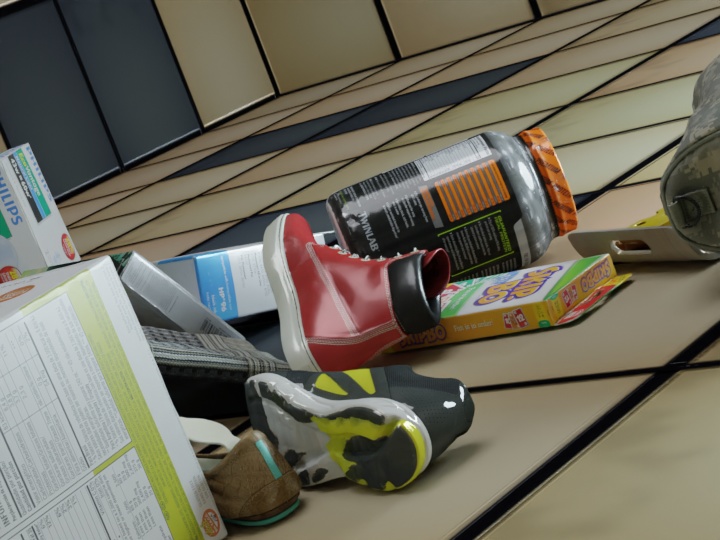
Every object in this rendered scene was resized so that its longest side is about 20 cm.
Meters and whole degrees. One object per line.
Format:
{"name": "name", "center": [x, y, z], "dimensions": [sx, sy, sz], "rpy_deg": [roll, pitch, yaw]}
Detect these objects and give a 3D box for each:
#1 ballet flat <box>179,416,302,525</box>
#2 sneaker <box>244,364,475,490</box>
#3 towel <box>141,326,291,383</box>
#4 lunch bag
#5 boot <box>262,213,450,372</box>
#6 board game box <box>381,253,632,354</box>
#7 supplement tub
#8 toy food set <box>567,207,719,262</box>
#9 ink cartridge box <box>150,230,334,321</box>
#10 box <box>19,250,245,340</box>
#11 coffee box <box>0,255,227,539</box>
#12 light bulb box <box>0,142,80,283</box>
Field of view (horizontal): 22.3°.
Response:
{"name": "ballet flat", "center": [-0.121, 0.134, 1.231], "dimensions": [0.068, 0.073, 0.199], "rpy_deg": [-30, 13, -40]}
{"name": "sneaker", "center": [-0.001, 0.100, 1.209], "dimensions": [0.084, 0.075, 0.200], "rpy_deg": [-21, 18, -34]}
{"name": "towel", "center": [-0.156, 0.064, 1.521], "dimensions": [0.191, 0.035, 0.200], "rpy_deg": [7, 1, -18]}
{"name": "lunch bag", "center": [0.308, -0.097, 1.312], "dimensions": [0.167, 0.140, 0.200], "rpy_deg": [-9, 25, 25]}
{"name": "boot", "center": [0.000, 0.000, 1.482], "dimensions": [0.144, 0.073, 0.200], "rpy_deg": [-30, 38, 9]}
{"name": "board game box", "center": [0.111, 0.026, 1.447], "dimensions": [0.199, 0.030, 0.095], "rpy_deg": [-8, 17, 42]}
{"name": "supplement tub", "center": [0.080, -0.044, 1.591], "dimensions": [0.199, 0.123, 0.123], "rpy_deg": [-21, 11, -2]}
{"name": "toy food set", "center": [0.279, -0.063, 1.463], "dimensions": [0.199, 0.061, 0.143], "rpy_deg": [-27, 12, -28]}
{"name": "ink cartridge box", "center": [-0.108, 0.009, 1.780], "dimensions": [0.199, 0.068, 0.116], "rpy_deg": [-12, 3, -40]}
{"name": "box", "center": [-0.218, 0.044, 1.695], "dimensions": [0.199, 0.144, 0.036], "rpy_deg": [-9, 48, 49]}
{"name": "coffee box", "center": [-0.243, 0.132, 1.133], "dimensions": [0.199, 0.201, 0.198], "rpy_deg": [-14, 13, 34]}
{"name": "light bulb box", "center": [-0.546, -0.052, 2.648], "dimensions": [0.199, 0.199, 0.125], "rpy_deg": [-20, 12, 14]}
